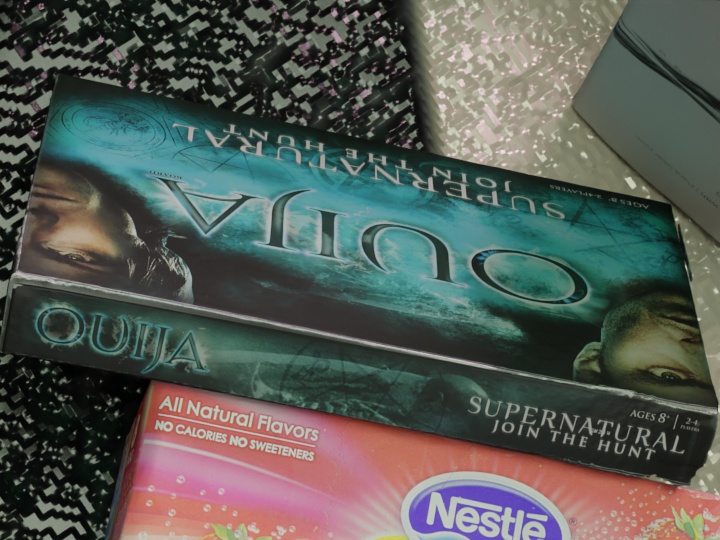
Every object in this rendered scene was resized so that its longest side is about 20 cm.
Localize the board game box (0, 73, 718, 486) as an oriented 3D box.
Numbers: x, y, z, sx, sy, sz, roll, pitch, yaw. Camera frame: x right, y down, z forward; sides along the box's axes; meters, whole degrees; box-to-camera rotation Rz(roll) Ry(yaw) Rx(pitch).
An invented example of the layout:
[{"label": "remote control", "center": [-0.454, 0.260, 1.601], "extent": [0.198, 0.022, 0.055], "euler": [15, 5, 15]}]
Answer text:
[{"label": "board game box", "center": [0.000, 0.000, 0.821], "extent": [0.199, 0.135, 0.028], "euler": [11, 117, -6]}]

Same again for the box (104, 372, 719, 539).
[{"label": "box", "center": [0.023, 0.104, 0.812], "extent": [0.199, 0.095, 0.103], "euler": [13, 75, -6]}]

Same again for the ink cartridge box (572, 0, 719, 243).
[{"label": "ink cartridge box", "center": [0.150, -0.101, 0.826], "extent": [0.084, 0.200, 0.146], "euler": [41, 74, 5]}]
